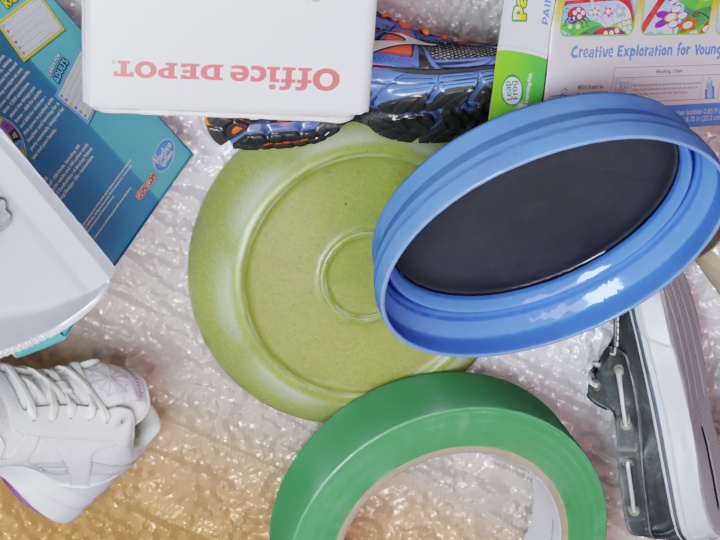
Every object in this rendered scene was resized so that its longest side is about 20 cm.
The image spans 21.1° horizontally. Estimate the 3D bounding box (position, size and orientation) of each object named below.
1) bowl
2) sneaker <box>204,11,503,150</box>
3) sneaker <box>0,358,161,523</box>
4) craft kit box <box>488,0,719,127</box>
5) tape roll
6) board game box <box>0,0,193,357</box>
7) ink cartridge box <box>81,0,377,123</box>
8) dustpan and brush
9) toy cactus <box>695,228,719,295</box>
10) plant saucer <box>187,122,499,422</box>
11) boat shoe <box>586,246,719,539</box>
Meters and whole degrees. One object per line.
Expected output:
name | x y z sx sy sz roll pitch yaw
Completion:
bowl | 0.100 -0.024 1.055 0.200 0.039 0.201 -14 149 -9
sneaker | 0.010 -0.117 1.072 0.200 0.075 0.079 -3 73 -17
sneaker | -0.175 0.071 1.043 0.100 0.075 0.200 -36 155 4
craft kit box | 0.165 -0.177 1.068 0.200 0.048 0.198 -6 112 -41
tape roll | 0.047 0.159 1.162 0.200 0.048 0.201 -7 117 -15
board game box | -0.196 -0.079 1.002 0.200 0.047 0.151 49 46 -20
ink cartridge box | -0.063 -0.182 0.952 0.144 0.084 0.200 2 115 -6
dustpan and brush | -0.238 0.008 0.936 0.200 0.057 0.140 -26 115 26
toy cactus | 0.270 0.040 1.184 0.165 0.102 0.200 41 102 -11
plant saucer | 0.000 0.000 1.129 0.200 0.031 0.200 -4 107 -12
boat shoe | 0.169 0.070 1.168 0.071 0.072 0.200 -9 92 25
